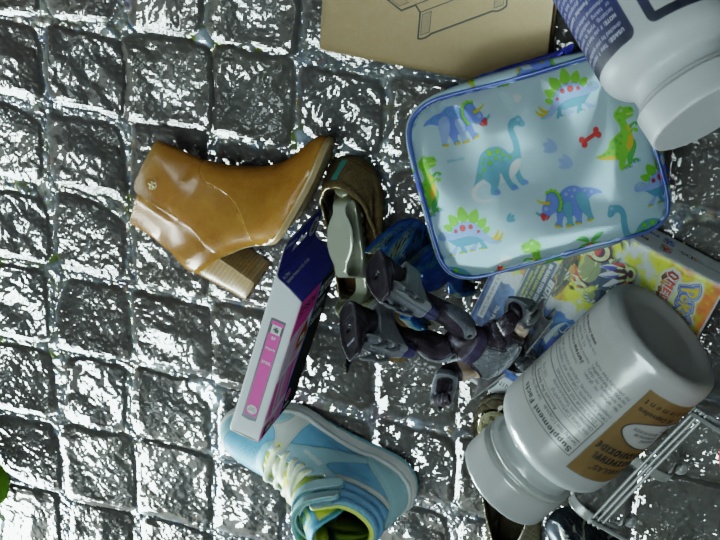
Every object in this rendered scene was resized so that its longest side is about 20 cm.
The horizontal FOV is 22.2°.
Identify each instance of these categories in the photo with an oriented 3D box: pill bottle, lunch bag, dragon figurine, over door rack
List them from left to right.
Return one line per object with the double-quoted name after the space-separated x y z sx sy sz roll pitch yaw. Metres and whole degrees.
0.045 -0.004 1.547 0.059 0.199 0.100 41 158 44 "dragon figurine"
0.143 -0.088 1.461 0.199 0.082 0.162 -15 94 10 "lunch bag"
0.182 0.115 1.498 0.114 0.114 0.200 43 117 -1 "pill bottle"
0.210 -0.198 1.362 0.116 0.115 0.201 -37 70 31 "pill bottle"
0.297 0.197 1.569 0.199 0.067 0.148 35 112 -12 "over door rack"

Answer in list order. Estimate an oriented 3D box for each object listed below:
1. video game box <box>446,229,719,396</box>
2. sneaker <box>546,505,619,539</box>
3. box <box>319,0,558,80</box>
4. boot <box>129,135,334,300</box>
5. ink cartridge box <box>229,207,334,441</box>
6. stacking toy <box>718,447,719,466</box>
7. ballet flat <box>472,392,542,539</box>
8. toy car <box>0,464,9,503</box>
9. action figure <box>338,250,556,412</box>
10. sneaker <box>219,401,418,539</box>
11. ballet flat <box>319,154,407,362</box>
0.191 0.042 1.561 0.181 0.047 0.201 27 120 6 "video game box"
0.209 0.308 1.656 0.086 0.078 0.201 -23 103 32 "sneaker"
0.066 -0.241 1.495 0.199 0.021 0.165 13 118 17 "box"
-0.121 -0.075 1.616 0.144 0.071 0.202 35 126 1 "boot"
-0.063 0.048 1.636 0.037 0.095 0.201 22 119 11 "ink cartridge box"
0.322 0.108 1.446 0.085 0.200 0.086 8 116 18 "stacking toy"
0.130 0.195 1.631 0.067 0.046 0.201 15 131 26 "ballet flat"
-0.450 0.162 1.815 0.157 0.164 0.202 4 105 20 "toy car"
0.078 0.058 1.511 0.199 0.070 0.130 20 118 -31 "action figure"
-0.056 0.193 1.679 0.199 0.131 0.080 18 120 14 "sneaker"
0.000 0.000 1.602 0.067 0.072 0.201 1 113 25 "ballet flat"
